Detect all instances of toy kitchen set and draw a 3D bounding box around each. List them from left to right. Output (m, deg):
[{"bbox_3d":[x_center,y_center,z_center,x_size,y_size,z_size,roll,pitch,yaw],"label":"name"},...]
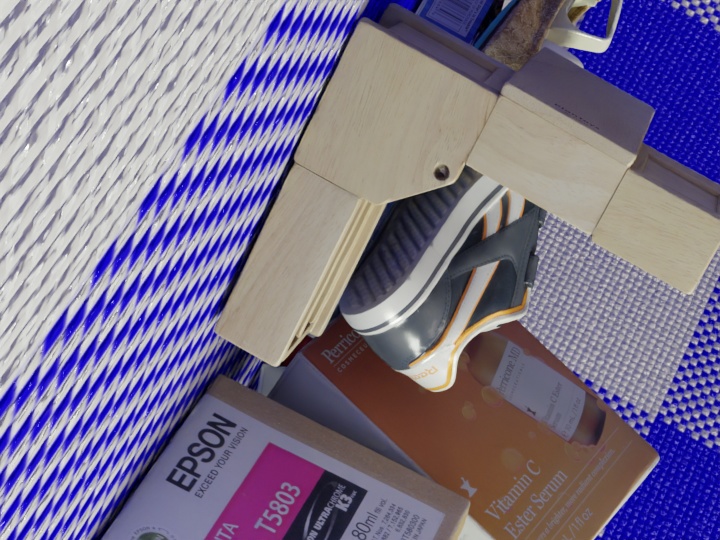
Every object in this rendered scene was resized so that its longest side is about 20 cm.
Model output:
[{"bbox_3d":[0.067,-0.018,0.955,0.182,0.199,0.163,-63,175,18],"label":"toy kitchen set"}]

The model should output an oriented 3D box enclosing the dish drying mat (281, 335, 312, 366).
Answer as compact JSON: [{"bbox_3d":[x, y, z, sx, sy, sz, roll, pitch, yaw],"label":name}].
[{"bbox_3d":[-0.069,0.113,1.389,0.201,0.018,0.077,-63,176,9],"label":"dish drying mat"}]

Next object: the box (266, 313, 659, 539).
[{"bbox_3d":[0.052,0.109,1.114,0.152,0.200,0.107,-41,171,-45],"label":"box"}]

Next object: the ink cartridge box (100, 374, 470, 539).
[{"bbox_3d":[-0.051,0.166,0.965,0.200,0.163,0.076,-57,171,-52],"label":"ink cartridge box"}]

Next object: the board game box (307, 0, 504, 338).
[{"bbox_3d":[0.018,-0.066,1.125,0.201,0.043,0.199,-60,176,-13],"label":"board game box"}]

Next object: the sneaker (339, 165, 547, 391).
[{"bbox_3d":[0.065,-0.017,1.066,0.078,0.080,0.201,-9,-143,52],"label":"sneaker"}]

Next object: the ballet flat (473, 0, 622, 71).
[{"bbox_3d":[0.109,-0.136,1.058,0.201,0.065,0.071,-58,171,-28],"label":"ballet flat"}]

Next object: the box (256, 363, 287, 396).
[{"bbox_3d":[-0.020,0.200,1.269,0.200,0.129,0.202,95,2,-63],"label":"box"}]
